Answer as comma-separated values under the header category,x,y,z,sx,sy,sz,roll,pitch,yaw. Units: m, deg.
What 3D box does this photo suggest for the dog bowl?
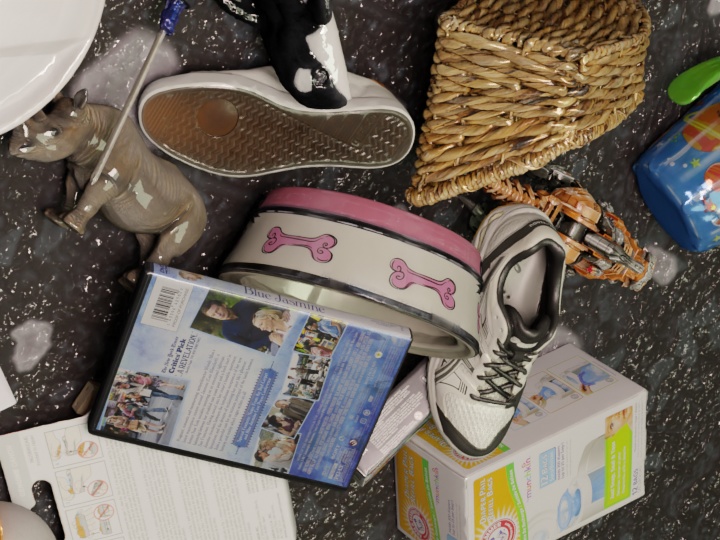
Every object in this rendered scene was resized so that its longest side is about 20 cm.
category,x,y,z,sx,sy,sz,roll,pitch,yaw
dog bowl,0.000,0.000,1.636,0.200,0.200,0.074,26,77,-45

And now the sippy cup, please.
category,x,y,z,sx,sy,sz,roll,pitch,yaw
sippy cup,0.307,-0.086,1.890,0.130,0.140,0.178,-34,93,-7

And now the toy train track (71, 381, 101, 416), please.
category,x,y,z,sx,sy,sz,roll,pitch,yaw
toy train track,-0.137,0.123,1.694,0.200,0.033,0.115,27,101,-39

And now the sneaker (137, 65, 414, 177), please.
category,x,y,z,sx,sy,sz,roll,pitch,yaw
sneaker,-0.066,-0.114,1.606,0.199,0.085,0.073,5,120,-19

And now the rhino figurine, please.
category,x,y,z,sx,sy,sz,roll,pitch,yaw
rhino figurine,-0.177,-0.064,1.535,0.088,0.060,0.200,-54,133,-12

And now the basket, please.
category,x,y,z,sx,sy,sz,roll,pitch,yaw
basket,0.134,-0.125,1.657,0.200,0.142,0.150,-45,148,-65

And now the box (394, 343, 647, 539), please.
category,x,y,z,sx,sy,sz,roll,pitch,yaw
box,0.134,0.160,1.888,0.199,0.101,0.113,-22,125,-30

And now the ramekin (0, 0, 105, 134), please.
category,x,y,z,sx,sy,sz,roll,pitch,yaw
ramekin,-0.262,-0.184,1.375,0.202,0.094,0.203,-19,123,-32

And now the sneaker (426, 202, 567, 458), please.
category,x,y,z,sx,sy,sz,roll,pitch,yaw
sneaker,0.104,0.052,1.680,0.075,0.088,0.201,6,104,-19

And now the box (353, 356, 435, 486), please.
category,x,y,z,sx,sy,sz,roll,pitch,yaw
box,0.061,0.087,1.783,0.200,0.035,0.110,-44,174,-7

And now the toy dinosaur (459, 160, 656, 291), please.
category,x,y,z,sx,sy,sz,roll,pitch,yaw
toy dinosaur,0.157,-0.045,1.772,0.102,0.136,0.200,-44,133,-11

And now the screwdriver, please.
category,x,y,z,sx,sy,sz,roll,pitch,yaw
screwdriver,-0.136,-0.145,1.509,0.028,0.029,0.201,105,3,-76

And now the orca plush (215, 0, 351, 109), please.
category,x,y,z,sx,sy,sz,roll,pitch,yaw
orca plush,-0.066,-0.201,1.525,0.071,0.105,0.201,-17,114,-10

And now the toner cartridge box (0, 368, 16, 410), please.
category,x,y,z,sx,sy,sz,roll,pitch,yaw
toner cartridge box,-0.335,0.088,1.464,0.199,0.043,0.095,-26,92,-28

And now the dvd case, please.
category,x,y,z,sx,sy,sz,roll,pitch,yaw
dvd case,-0.079,0.078,1.585,0.199,0.018,0.143,14,119,-16

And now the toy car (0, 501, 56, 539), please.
category,x,y,z,sx,sy,sz,roll,pitch,yaw
toy car,-0.247,0.240,1.579,0.184,0.177,0.201,-17,111,-19

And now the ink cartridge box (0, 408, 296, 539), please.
category,x,y,z,sx,sy,sz,roll,pitch,yaw
ink cartridge box,-0.156,0.149,1.660,0.199,0.057,0.163,-10,124,-1
